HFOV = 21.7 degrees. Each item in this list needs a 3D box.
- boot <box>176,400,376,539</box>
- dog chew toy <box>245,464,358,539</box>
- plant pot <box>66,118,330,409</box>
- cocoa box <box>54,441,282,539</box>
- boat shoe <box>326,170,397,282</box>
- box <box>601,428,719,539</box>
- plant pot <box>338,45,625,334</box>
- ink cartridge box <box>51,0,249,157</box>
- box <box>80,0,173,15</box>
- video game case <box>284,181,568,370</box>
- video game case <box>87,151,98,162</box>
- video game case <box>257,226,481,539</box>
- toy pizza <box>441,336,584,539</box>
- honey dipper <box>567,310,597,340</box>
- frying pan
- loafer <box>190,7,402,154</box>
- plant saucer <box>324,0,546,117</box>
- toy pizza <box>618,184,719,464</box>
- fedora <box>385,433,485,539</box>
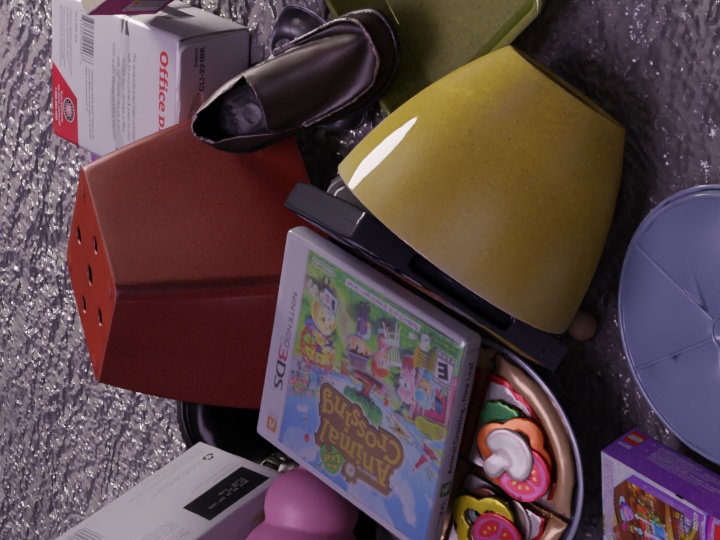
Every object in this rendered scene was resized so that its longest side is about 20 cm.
[{"bbox_3d":[-0.073,0.172,1.692,0.158,0.079,0.212,-24,96,58],"label":"boot"},{"bbox_3d":[-0.049,0.256,1.541,0.124,0.124,0.201,6,88,49],"label":"dog chew toy"},{"bbox_3d":[-0.143,-0.006,1.572,0.200,0.175,0.201,111,147,-51],"label":"plant pot"},{"bbox_3d":[-0.156,0.265,1.616,0.133,0.200,0.132,15,129,48],"label":"cocoa box"},{"bbox_3d":[0.000,0.000,1.561,0.071,0.061,0.202,8,121,6],"label":"boat shoe"},{"bbox_3d":[0.236,0.225,1.339,0.137,0.039,0.201,30,138,41],"label":"box"},{"bbox_3d":[0.106,-0.071,1.324,0.200,0.200,0.142,43,103,32],"label":"plant pot"},{"bbox_3d":[-0.193,-0.170,1.708,0.200,0.084,0.145,27,122,43],"label":"ink cartridge box"},{"bbox_3d":[-0.180,-0.343,1.581,0.176,0.097,0.201,-28,82,33],"label":"box"},{"bbox_3d":[0.044,0.001,1.380,0.026,0.180,0.200,-57,18,-1],"label":"video game case"},{"bbox_3d":[-0.196,-0.023,1.804,0.182,0.024,0.201,26,129,43],"label":"video game case"},{"bbox_3d":[0.001,0.088,1.416,0.200,0.022,0.183,32,123,39],"label":"video game case"},{"bbox_3d":[0.076,0.144,1.402,0.200,0.032,0.201,12,111,34],"label":"toy pizza"},{"bbox_3d":[0.103,0.005,1.454,0.200,0.038,0.038,33,127,37],"label":"honey dipper"},{"bbox_3d":[-0.059,-0.175,1.551,0.190,0.031,0.115,31,146,44],"label":"frying pan"},{"bbox_3d":[-0.053,-0.137,1.457,0.200,0.071,0.073,-29,88,35],"label":"loafer"},{"bbox_3d":[0.053,-0.230,1.417,0.200,0.048,0.200,-43,70,49],"label":"plant saucer"},{"bbox_3d":[0.257,0.039,1.270,0.200,0.032,0.201,21,118,44],"label":"toy pizza"},{"bbox_3d":[0.066,0.136,1.503,0.200,0.090,0.177,53,140,14],"label":"fedora"}]
